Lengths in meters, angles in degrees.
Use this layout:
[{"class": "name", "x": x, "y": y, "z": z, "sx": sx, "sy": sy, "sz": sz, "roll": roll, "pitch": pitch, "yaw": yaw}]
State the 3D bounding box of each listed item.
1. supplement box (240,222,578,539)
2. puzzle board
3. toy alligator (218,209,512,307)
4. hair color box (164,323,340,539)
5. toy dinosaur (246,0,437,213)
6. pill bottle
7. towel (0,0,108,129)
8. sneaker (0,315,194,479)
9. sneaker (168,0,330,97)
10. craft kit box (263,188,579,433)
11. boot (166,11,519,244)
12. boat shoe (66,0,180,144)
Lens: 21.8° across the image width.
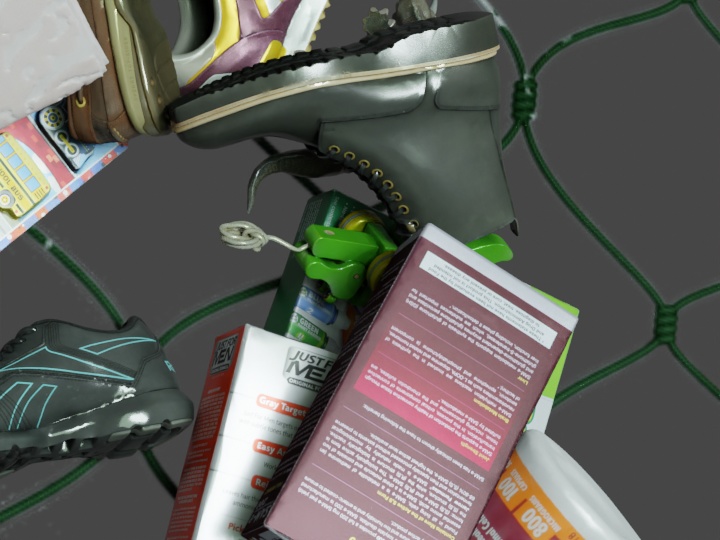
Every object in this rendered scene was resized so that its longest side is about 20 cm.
[{"class": "supplement box", "x": 0.029, "y": 0.088, "z": 1.053, "sx": 0.109, "sy": 0.061, "sz": 0.200, "roll": 32, "pitch": 69, "yaw": -7}, {"class": "puzzle board", "x": -0.249, "y": -0.109, "z": 1.090, "sx": 0.151, "sy": 0.017, "sz": 0.200, "roll": -43, "pitch": 102, "yaw": -26}, {"class": "toy alligator", "x": 0.000, "y": 0.000, "z": 1.138, "sx": 0.199, "sy": 0.059, "sz": 0.054, "roll": 1, "pitch": 122, "yaw": -27}, {"class": "hair color box", "x": -0.054, "y": 0.143, "z": 1.080, "sx": 0.101, "sy": 0.061, "sz": 0.201, "roll": 19, "pitch": 75, "yaw": -18}, {"class": "toy dinosaur", "x": 0.007, "y": -0.102, "z": 1.184, "sx": 0.077, "sy": 0.102, "sz": 0.200, "roll": 30, "pitch": 82, "yaw": 12}, {"class": "pill bottle", "x": 0.065, "y": 0.199, "z": 1.109, "sx": 0.200, "sy": 0.114, "sz": 0.114, "roll": -43, "pitch": 104, "yaw": 7}, {"class": "towel", "x": -0.255, "y": -0.130, "z": 0.990, "sx": 0.199, "sy": 0.032, "sz": 0.191, "roll": -28, "pitch": 136, "yaw": -5}, {"class": "sneaker", "x": -0.195, "y": 0.075, "z": 1.069, "sx": 0.199, "sy": 0.075, "sz": 0.080, "roll": -8, "pitch": 72, "yaw": -34}, {"class": "sneaker", "x": -0.064, "y": -0.193, "z": 1.166, "sx": 0.090, "sy": 0.075, "sz": 0.201, "roll": 27, "pitch": 70, "yaw": -26}, {"class": "craft kit box", "x": 0.027, "y": 0.079, "z": 1.190, "sx": 0.197, "sy": 0.048, "sz": 0.201, "roll": 26, "pitch": 71, "yaw": -25}, {"class": "boot", "x": -0.003, "y": -0.062, "z": 1.094, "sx": 0.199, "sy": 0.077, "sz": 0.139, "roll": -14, "pitch": 104, "yaw": -7}, {"class": "boat shoe", "x": -0.161, "y": -0.172, "z": 1.098, "sx": 0.067, "sy": 0.072, "sz": 0.201, "roll": -12, "pitch": 88, "yaw": 13}]
